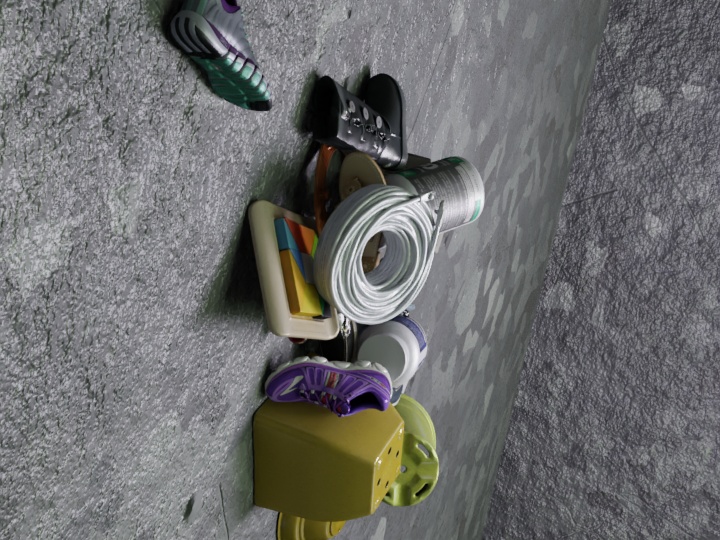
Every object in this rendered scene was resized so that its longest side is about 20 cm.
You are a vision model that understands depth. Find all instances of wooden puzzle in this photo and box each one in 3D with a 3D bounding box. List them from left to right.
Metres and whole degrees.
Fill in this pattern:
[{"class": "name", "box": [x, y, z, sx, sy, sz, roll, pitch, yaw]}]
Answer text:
[{"class": "wooden puzzle", "box": [-0.085, 0.002, 1.398, 0.200, 0.037, 0.187, 11, 67, -68]}]

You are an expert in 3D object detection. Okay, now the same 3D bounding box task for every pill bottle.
[{"class": "pill bottle", "box": [0.050, 0.136, 1.682, 0.200, 0.110, 0.112, -15, 120, -80]}, {"class": "pill bottle", "box": [0.090, -0.105, 1.563, 0.199, 0.113, 0.114, -20, 128, -35]}]

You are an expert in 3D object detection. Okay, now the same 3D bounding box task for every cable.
[{"class": "cable", "box": [0.021, -0.024, 1.418, 0.198, 0.069, 0.202, -5, 113, -40]}]

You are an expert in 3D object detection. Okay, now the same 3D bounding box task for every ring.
[{"class": "ring", "box": [-0.029, -0.121, 1.524, 0.200, 0.019, 0.203, 2, 90, -73]}]

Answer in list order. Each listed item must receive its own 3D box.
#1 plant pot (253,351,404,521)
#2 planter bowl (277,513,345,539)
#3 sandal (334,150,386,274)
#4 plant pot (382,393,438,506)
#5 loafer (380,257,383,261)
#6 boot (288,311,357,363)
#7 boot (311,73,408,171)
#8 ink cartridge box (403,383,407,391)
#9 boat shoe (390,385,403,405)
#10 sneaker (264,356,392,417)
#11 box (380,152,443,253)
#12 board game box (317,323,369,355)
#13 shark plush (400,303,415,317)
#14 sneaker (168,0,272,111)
[{"class": "plant pot", "box": [-0.040, 0.284, 1.608, 0.194, 0.198, 0.197, -47, 146, -50]}, {"class": "planter bowl", "box": [-0.068, 0.423, 1.808, 0.200, 0.083, 0.203, 16, 90, -70]}, {"class": "sandal", "box": [-0.006, -0.062, 1.458, 0.070, 0.077, 0.214, -51, 147, -55]}, {"class": "plant pot", "box": [0.060, 0.337, 1.802, 0.184, 0.198, 0.203, -147, -108, -80]}, {"class": "loafer", "box": [0.084, -0.006, 1.743, 0.073, 0.071, 0.200, -34, -176, 0]}, {"class": "boot", "box": [-0.067, 0.081, 1.546, 0.150, 0.072, 0.202, -31, 123, -61]}, {"class": "boot", "box": [-0.006, -0.246, 1.487, 0.199, 0.065, 0.167, 14, 60, -53]}, {"class": "ink cartridge box", "box": [0.052, 0.203, 1.977, 0.115, 0.067, 0.202, 66, 44, -60]}, {"class": "boat shoe", "box": [0.028, 0.207, 1.791, 0.199, 0.075, 0.062, -13, 131, -57]}, {"class": "sneaker", "box": [-0.048, 0.184, 1.527, 0.081, 0.197, 0.084, 95, -8, -45]}, {"class": "box", "box": [0.082, -0.122, 1.749, 0.200, 0.108, 0.129, 32, 76, -69]}, {"class": "board game box", "box": [-0.011, 0.152, 1.808, 0.201, 0.043, 0.200, 84, 29, -47]}, {"class": "shark plush", "box": [0.046, 0.063, 1.716, 0.091, 0.083, 0.200, -55, 156, -6]}, {"class": "sneaker", "box": [-0.140, -0.254, 1.122, 0.200, 0.074, 0.088, 48, 55, -66]}]
